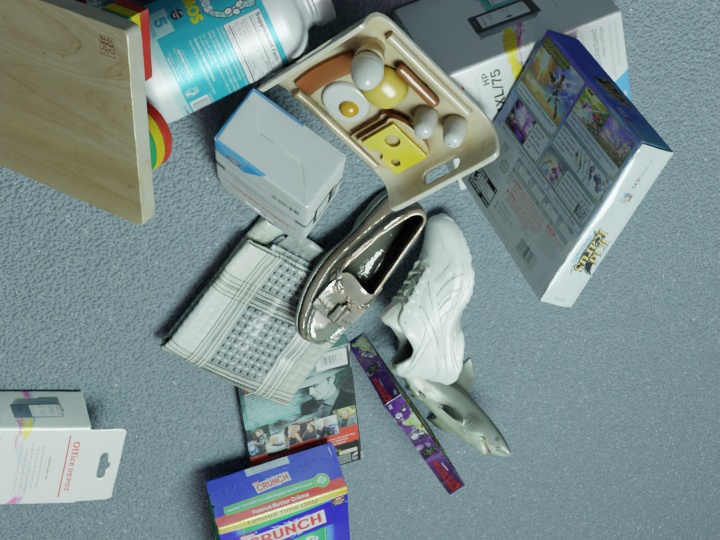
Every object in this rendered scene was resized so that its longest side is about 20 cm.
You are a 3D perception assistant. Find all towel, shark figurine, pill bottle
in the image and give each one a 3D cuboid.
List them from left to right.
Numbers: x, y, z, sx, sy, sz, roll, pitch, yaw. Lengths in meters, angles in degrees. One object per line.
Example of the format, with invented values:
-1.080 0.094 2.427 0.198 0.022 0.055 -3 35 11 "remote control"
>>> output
-0.126 -0.231 1.491 0.199 0.111 0.111 -26 132 -2 "pill bottle"
-0.097 0.052 1.766 0.192 0.035 0.200 30 106 -33 "towel"
0.104 0.133 1.921 0.090 0.128 0.215 -49 115 -14 "shark figurine"

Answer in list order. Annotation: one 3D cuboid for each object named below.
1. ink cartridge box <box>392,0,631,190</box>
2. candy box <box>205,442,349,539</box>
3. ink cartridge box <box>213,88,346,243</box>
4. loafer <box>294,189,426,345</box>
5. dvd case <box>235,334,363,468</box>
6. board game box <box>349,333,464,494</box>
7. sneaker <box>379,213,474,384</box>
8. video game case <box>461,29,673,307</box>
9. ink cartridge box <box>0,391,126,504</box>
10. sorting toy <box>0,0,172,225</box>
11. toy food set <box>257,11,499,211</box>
0.157 -0.209 1.604 0.199 0.146 0.147 -21 132 -4 "ink cartridge box"
-0.100 0.320 1.946 0.168 0.077 0.201 -16 140 -11 "candy box"
-0.082 -0.100 1.573 0.116 0.200 0.068 36 80 2 "ink cartridge box"
0.000 0.000 1.727 0.072 0.063 0.201 34 90 -35 "loafer"
-0.075 0.176 1.899 0.145 0.022 0.201 -16 132 -11 "dvd case"
0.057 0.176 1.888 0.032 0.120 0.200 -31 132 4 "board game box"
0.072 0.035 1.780 0.098 0.078 0.202 -1 100 -21 "sneaker"
0.190 -0.098 1.472 0.045 0.201 0.182 11 123 -31 "video game case"
-0.374 0.200 1.757 0.198 0.067 0.118 3 125 -24 "ink cartridge box"
-0.261 -0.171 1.440 0.070 0.199 0.200 -40 142 -43 "sorting toy"
0.019 -0.147 1.500 0.143 0.061 0.200 -27 124 36 "toy food set"
